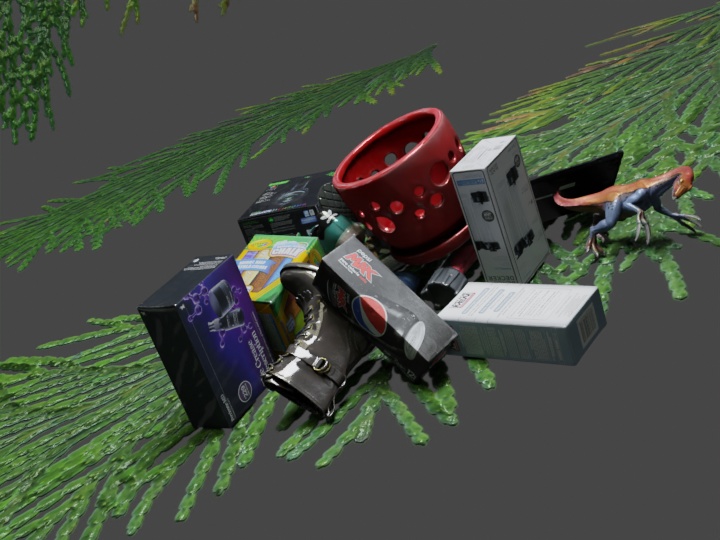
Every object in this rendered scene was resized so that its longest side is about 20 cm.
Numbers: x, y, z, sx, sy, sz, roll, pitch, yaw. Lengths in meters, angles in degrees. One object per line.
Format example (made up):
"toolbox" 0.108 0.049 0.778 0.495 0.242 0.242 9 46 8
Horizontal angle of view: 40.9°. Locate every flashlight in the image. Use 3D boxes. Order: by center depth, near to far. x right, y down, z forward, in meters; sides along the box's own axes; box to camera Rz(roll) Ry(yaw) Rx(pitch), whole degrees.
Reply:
"flashlight" 0.167 -0.017 1.487 0.200 0.068 0.068 -52 -5 -46

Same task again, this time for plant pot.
"plant pot" 0.083 -0.120 1.485 0.200 0.183 0.201 -28 23 13

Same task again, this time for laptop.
"laptop" 0.309 -0.139 1.566 0.177 0.200 0.104 -18 59 -9

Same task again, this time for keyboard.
"keyboard" 0.080 -0.031 1.652 0.200 0.011 0.056 -30 25 -23

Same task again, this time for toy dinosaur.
"toy dinosaur" 0.384 -0.099 1.372 0.105 0.200 0.182 -32 -20 -51

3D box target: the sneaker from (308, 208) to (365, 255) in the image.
"sneaker" -0.043 -0.040 1.560 0.071 0.080 0.200 -45 -11 -23

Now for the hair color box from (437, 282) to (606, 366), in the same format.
"hair color box" 0.207 0.067 1.266 0.199 0.061 0.099 2 31 40

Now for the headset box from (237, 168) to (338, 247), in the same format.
"headset box" -0.116 -0.114 1.892 0.173 0.093 0.200 -9 25 24

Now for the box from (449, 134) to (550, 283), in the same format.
"box" 0.209 -0.083 1.420 0.060 0.201 0.117 -3 30 38

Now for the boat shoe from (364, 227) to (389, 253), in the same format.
"boat shoe" 0.077 -0.065 1.642 0.071 0.063 0.200 -31 21 -30

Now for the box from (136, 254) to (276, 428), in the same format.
"box" -0.207 0.099 1.350 0.079 0.201 0.141 -2 29 35

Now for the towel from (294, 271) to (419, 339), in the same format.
"towel" 0.000 0.066 1.451 0.111 0.049 0.200 0 29 41

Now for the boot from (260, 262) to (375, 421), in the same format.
"boot" -0.075 0.092 1.311 0.200 0.069 0.174 34 58 19

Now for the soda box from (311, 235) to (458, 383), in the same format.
"soda box" 0.031 0.051 1.286 0.200 0.063 0.071 43 54 14

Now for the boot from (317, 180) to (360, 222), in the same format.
"boot" 0.003 -0.114 1.627 0.199 0.068 0.131 0 3 -25

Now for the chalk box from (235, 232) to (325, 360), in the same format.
"chalk box" -0.120 0.026 1.489 0.124 0.125 0.200 4 43 31

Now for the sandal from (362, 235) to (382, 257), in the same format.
"sandal" 0.000 0.000 1.467 0.080 0.054 0.200 -50 -4 24
